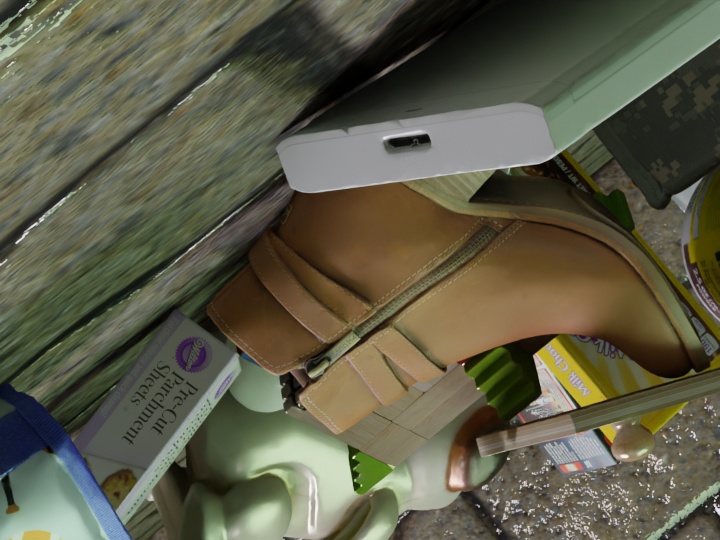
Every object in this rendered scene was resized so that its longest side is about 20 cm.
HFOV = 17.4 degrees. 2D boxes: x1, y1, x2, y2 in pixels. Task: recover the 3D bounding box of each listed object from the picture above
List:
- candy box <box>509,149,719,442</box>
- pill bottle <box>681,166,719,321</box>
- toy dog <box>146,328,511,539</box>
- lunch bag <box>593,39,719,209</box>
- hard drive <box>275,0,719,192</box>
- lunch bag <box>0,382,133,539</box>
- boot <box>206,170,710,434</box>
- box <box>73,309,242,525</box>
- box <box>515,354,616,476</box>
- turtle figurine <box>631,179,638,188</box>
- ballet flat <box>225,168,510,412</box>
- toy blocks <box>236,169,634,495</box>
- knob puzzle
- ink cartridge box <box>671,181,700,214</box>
[{"bbox_3d":[0.112,-0.003,1.282,0.102,0.200,0.026,-36,173,-39],"label":"candy box"},{"bbox_3d":[0.232,-0.025,1.154,0.109,0.109,0.200,-38,179,-10],"label":"pill bottle"},{"bbox_3d":[-0.015,0.089,1.357,0.199,0.140,0.194,-2,118,-23],"label":"toy dog"},{"bbox_3d":[0.191,-0.134,1.174,0.164,0.118,0.200,-39,-177,22],"label":"lunch bag"},{"bbox_3d":[0.077,-0.086,0.922,0.132,0.026,0.200,-5,-158,43],"label":"hard drive"},{"bbox_3d":[-0.173,0.142,0.919,0.170,0.124,0.200,-38,162,-18],"label":"lunch bag"},{"bbox_3d":[0.045,0.021,1.034,0.155,0.200,0.077,-46,-153,6],"label":"boot"},{"bbox_3d":[-0.131,0.111,1.120,0.200,0.041,0.039,-52,170,-10],"label":"box"},{"bbox_3d":[0.102,0.024,1.400,0.040,0.137,0.200,-14,152,15],"label":"box"},{"bbox_3d":[0.193,-0.142,1.323,0.161,0.064,0.200,-39,-158,24],"label":"turtle figurine"},{"bbox_3d":[0.000,0.000,1.216,0.200,0.069,0.069,-45,175,9],"label":"ballet flat"},{"bbox_3d":[0.014,0.010,1.123,0.200,0.137,0.100,-41,-142,28],"label":"toy blocks"},{"bbox_3d":[0.149,0.068,1.126,0.219,0.031,0.220,-16,176,-1],"label":"knob puzzle"},{"bbox_3d":[0.264,-0.115,1.462,0.147,0.145,0.200,-40,-165,24],"label":"ink cartridge box"}]
